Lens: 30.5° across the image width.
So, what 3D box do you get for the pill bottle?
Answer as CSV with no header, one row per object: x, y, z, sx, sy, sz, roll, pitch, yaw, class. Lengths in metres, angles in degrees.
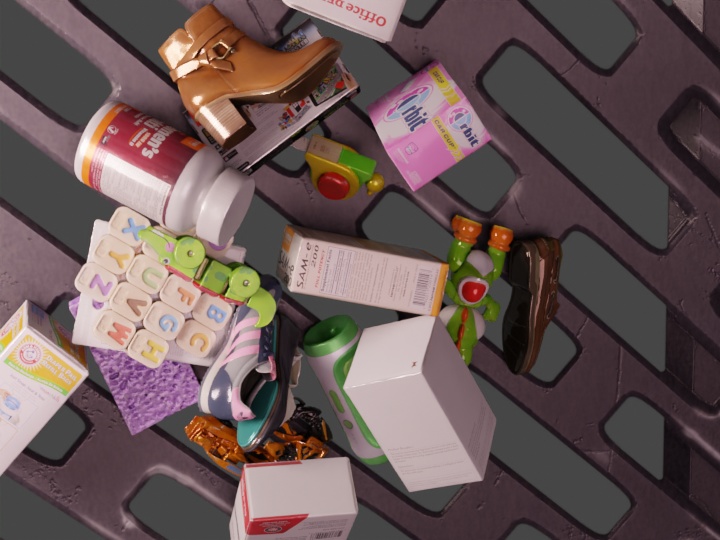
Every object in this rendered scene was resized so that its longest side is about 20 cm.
-0.234,-0.114,1.588,0.199,0.110,0.110,27,101,8,pill bottle

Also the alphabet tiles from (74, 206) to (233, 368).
-0.247,0.017,1.654,0.195,0.015,0.201,32,85,-20,alphabet tiles

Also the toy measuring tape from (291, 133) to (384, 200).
-0.064,-0.139,1.696,0.198,0.074,0.074,21,102,-3,toy measuring tape

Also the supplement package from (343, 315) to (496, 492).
0.082,0.175,1.732,0.116,0.118,0.201,-13,124,27,supplement package

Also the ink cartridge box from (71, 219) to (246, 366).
-0.257,0.031,1.685,0.198,0.050,0.164,11,93,-16,ink cartridge box

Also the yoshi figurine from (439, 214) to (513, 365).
0.142,0.032,1.796,0.112,0.112,0.202,12,92,-54,yoshi figurine

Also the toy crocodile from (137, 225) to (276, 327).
-0.188,0.003,1.629,0.199,0.067,0.062,29,87,-20,toy crocodile

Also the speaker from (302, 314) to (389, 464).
-0.005,0.163,1.790,0.088,0.088,0.201,-27,112,-4,speaker

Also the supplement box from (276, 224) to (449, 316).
0.000,0.000,1.707,0.198,0.126,0.074,11,97,-14,supplement box

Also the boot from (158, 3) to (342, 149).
-0.135,-0.262,1.604,0.199,0.077,0.156,-37,78,7,boot

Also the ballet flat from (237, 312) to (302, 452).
-0.110,0.151,1.722,0.072,0.202,0.073,5,149,3,ballet flat

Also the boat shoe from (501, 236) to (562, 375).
0.244,0.051,1.825,0.067,0.072,0.202,-9,118,-26,boat shoe

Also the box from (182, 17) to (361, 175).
-0.110,-0.210,1.643,0.199,0.035,0.110,-36,83,0,box

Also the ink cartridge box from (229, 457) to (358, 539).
-0.094,0.334,1.770,0.143,0.084,0.201,-2,146,-14,ink cartridge box

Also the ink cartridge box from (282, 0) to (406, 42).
-0.002,-0.400,1.609,0.146,0.083,0.202,18,102,-18,ink cartridge box

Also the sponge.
-0.290,0.106,1.727,0.111,0.030,0.201,-25,111,-7,sponge

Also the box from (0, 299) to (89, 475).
-0.443,0.154,1.659,0.101,0.113,0.200,41,94,-21,box

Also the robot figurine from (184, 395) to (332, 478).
-0.130,0.230,1.788,0.199,0.058,0.145,33,97,-26,robot figurine

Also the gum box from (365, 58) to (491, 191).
0.080,-0.186,1.642,0.113,0.200,0.066,-34,113,6,gum box

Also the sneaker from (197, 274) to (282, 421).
-0.131,0.102,1.687,0.201,0.081,0.070,-67,153,-18,sneaker
